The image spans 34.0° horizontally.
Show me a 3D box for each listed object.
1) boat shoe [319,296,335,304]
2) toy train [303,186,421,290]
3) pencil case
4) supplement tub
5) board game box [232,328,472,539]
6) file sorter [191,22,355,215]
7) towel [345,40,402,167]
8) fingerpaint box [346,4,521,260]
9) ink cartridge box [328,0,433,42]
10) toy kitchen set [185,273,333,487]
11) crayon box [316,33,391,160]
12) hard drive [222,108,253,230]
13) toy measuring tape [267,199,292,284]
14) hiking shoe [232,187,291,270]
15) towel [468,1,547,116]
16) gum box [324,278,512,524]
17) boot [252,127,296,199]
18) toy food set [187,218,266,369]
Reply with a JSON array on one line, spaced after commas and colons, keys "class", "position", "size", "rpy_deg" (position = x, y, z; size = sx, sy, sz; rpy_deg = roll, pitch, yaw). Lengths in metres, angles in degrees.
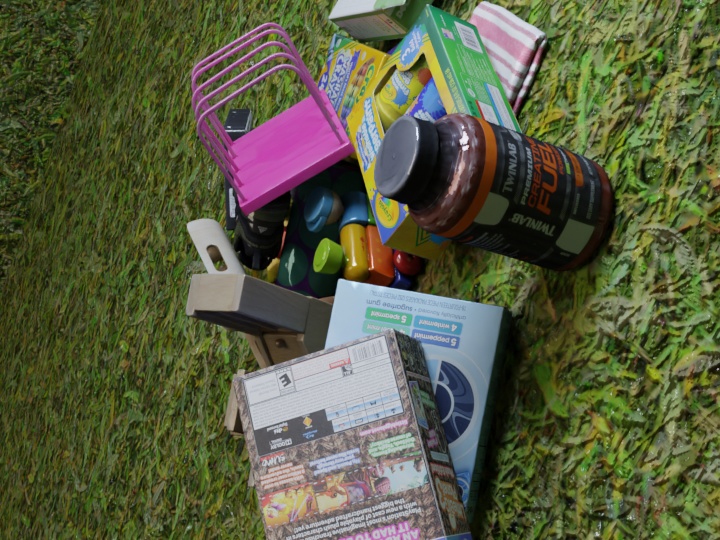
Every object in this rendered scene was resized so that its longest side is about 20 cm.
[{"class": "boat shoe", "position": [-0.040, 0.124, 1.338], "size": [0.076, 0.071, 0.202], "rpy_deg": [10, 91, 64]}, {"class": "toy train", "position": [0.000, 0.000, 1.285], "size": [0.085, 0.115, 0.201], "rpy_deg": [-46, 38, 44]}, {"class": "pencil case", "position": [-0.051, -0.038, 1.426], "size": [0.092, 0.084, 0.202], "rpy_deg": [-1, -75, -79]}, {"class": "supplement tub", "position": [0.112, -0.071, 1.014], "size": [0.107, 0.199, 0.108], "rpy_deg": [-36, 47, 51]}, {"class": "board game box", "position": [-0.005, 0.174, 1.045], "size": [0.158, 0.097, 0.202], "rpy_deg": [-18, 75, 16]}, {"class": "file sorter", "position": [-0.110, -0.182, 1.325], "size": [0.138, 0.126, 0.200], "rpy_deg": [-30, 27, 4]}, {"class": "towel", "position": [0.037, -0.209, 1.424], "size": [0.200, 0.023, 0.145], "rpy_deg": [-25, 54, 57]}, {"class": "fingerpaint box", "position": [0.071, -0.142, 1.211], "size": [0.167, 0.073, 0.201], "rpy_deg": [-51, 38, 35]}, {"class": "ink cartridge box", "position": [0.047, -0.336, 1.405], "size": [0.104, 0.059, 0.200], "rpy_deg": [-62, 26, -8]}, {"class": "toy kitchen set", "position": [-0.132, 0.122, 1.242], "size": [0.162, 0.180, 0.202], "rpy_deg": [0, 75, 41]}, {"class": "crayon box", "position": [0.002, -0.203, 1.409], "size": [0.200, 0.051, 0.127], "rpy_deg": [39, 111, 60]}, {"class": "hard drive", "position": [-0.171, -0.147, 1.667], "size": [0.200, 0.037, 0.141], "rpy_deg": [-105, 14, -75]}, {"class": "toy measuring tape", "position": [-0.082, 0.004, 1.510], "size": [0.073, 0.073, 0.202], "rpy_deg": [-17, 76, 59]}, {"class": "hiking shoe", "position": [-0.128, -0.055, 1.420], "size": [0.200, 0.075, 0.102], "rpy_deg": [-115, 41, -82]}, {"class": "towel", "position": [0.119, -0.178, 1.245], "size": [0.201, 0.030, 0.146], "rpy_deg": [-66, 29, 16]}, {"class": "gum box", "position": [0.042, 0.122, 1.114], "size": [0.168, 0.045, 0.202], "rpy_deg": [9, 82, 21]}, {"class": "boot", "position": [-0.123, -0.101, 1.633], "size": [0.200, 0.069, 0.176], "rpy_deg": [-137, 57, -68]}, {"class": "toy food set", "position": [-0.150, 0.047, 1.442], "size": [0.060, 0.201, 0.144], "rpy_deg": [-28, 49, -4]}]
